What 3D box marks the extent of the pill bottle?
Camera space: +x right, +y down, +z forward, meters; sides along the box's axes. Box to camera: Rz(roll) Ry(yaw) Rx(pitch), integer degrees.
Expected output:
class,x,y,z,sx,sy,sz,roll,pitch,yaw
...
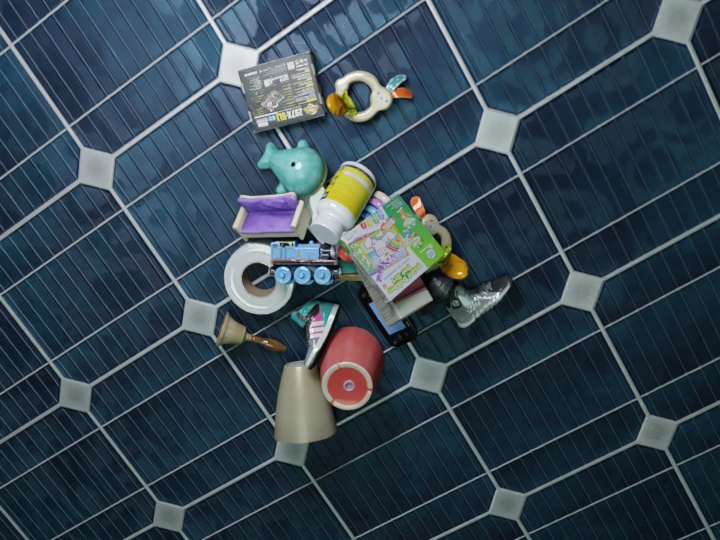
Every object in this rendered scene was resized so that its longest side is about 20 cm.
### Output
class,x,y,z,sx,sy,sz,roll,pitch,yaw
pill bottle,-0.047,-0.171,1.558,0.110,0.111,0.202,31,65,-6

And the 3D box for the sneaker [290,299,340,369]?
class,x,y,z,sx,sy,sz,roll,pitch,yaw
sneaker,-0.145,0.166,1.700,0.119,0.084,0.202,20,66,8

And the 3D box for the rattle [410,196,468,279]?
class,x,y,z,sx,sy,sz,roll,pitch,yaw
rattle,0.191,-0.081,1.580,0.128,0.143,0.203,-17,116,-3

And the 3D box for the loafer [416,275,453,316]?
class,x,y,z,sx,sy,sz,roll,pitch,yaw
loafer,0.184,0.065,1.638,0.070,0.201,0.068,35,62,-1

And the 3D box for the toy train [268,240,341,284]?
class,x,y,z,sx,sy,sz,roll,pitch,yaw
toy train,-0.146,-0.021,1.596,0.196,0.087,0.117,0,88,7

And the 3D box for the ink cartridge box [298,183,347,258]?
class,x,y,z,sx,sy,sz,roll,pitch,yaw
ink cartridge box,-0.093,-0.143,1.652,0.109,0.050,0.201,-38,101,13

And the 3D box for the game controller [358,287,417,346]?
class,x,y,z,sx,sy,sz,roll,pitch,yaw
game controller,0.078,0.123,1.710,0.104,0.042,0.201,-24,106,41

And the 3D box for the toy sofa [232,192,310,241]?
class,x,y,z,sx,sy,sz,roll,pitch,yaw
toy sofa,-0.238,-0.138,1.595,0.197,0.084,0.098,1,148,26

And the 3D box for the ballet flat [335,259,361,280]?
class,x,y,z,sx,sy,sz,roll,pitch,yaw
ballet flat,0.000,0.000,1.681,0.196,0.070,0.063,4,152,-12

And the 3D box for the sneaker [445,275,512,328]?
class,x,y,z,sx,sy,sz,roll,pitch,yaw
sneaker,0.315,0.059,1.670,0.115,0.075,0.200,44,105,-6

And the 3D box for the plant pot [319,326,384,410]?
class,x,y,z,sx,sy,sz,roll,pitch,yaw
plant pot,-0.029,0.284,1.706,0.196,0.178,0.204,1,107,3

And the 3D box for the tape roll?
class,x,y,z,sx,sy,sz,roll,pitch,yaw
tape roll,-0.278,0.016,1.701,0.198,0.071,0.206,1,107,4

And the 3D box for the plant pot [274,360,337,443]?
class,x,y,z,sx,sy,sz,roll,pitch,yaw
plant pot,-0.165,0.369,1.753,0.184,0.187,0.204,-4,93,5

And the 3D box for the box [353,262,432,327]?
class,x,y,z,sx,sy,sz,roll,pitch,yaw
box,0.082,0.027,1.588,0.108,0.128,0.202,-27,83,-19

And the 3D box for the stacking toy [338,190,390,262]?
class,x,y,z,sx,sy,sz,roll,pitch,yaw
stacking toy,0.010,-0.109,1.603,0.085,0.085,0.201,41,83,-8

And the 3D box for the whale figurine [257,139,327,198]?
class,x,y,z,sx,sy,sz,roll,pitch,yaw
whale figurine,-0.184,-0.272,1.573,0.198,0.104,0.161,28,90,19

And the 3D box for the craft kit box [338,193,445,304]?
class,x,y,z,sx,sy,sz,roll,pitch,yaw
craft kit box,0.079,-0.056,1.519,0.199,0.049,0.198,-39,89,-18

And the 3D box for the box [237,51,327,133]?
class,x,y,z,sx,sy,sz,roll,pitch,yaw
box,-0.200,-0.459,1.567,0.196,0.049,0.162,-13,108,7

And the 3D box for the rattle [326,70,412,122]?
class,x,y,z,sx,sy,sz,roll,pitch,yaw
rattle,0.026,-0.441,1.513,0.196,0.143,0.133,2,88,10

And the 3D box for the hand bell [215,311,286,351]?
class,x,y,z,sx,sy,sz,roll,pitch,yaw
hand bell,-0.309,0.200,1.760,0.197,0.104,0.105,20,107,-14
